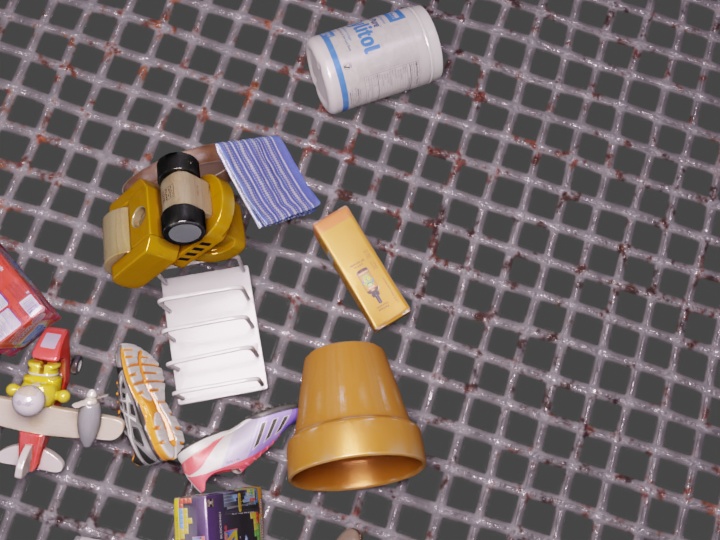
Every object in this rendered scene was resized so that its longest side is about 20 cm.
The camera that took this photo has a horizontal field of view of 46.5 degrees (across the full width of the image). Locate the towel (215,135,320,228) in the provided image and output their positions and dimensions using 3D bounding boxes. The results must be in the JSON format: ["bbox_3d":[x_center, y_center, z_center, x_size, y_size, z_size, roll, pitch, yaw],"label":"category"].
[{"bbox_3d":[-0.138,-0.144,1.302,0.024,0.200,0.145,-29,91,24],"label":"towel"}]

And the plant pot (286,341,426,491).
[{"bbox_3d":[-0.014,0.212,1.243,0.200,0.200,0.183,-5,63,-5],"label":"plant pot"}]

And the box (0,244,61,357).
[{"bbox_3d":[-0.568,0.024,1.282,0.100,0.095,0.200,-41,83,-12],"label":"box"}]

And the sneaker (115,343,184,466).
[{"bbox_3d":[-0.339,0.204,1.274,0.077,0.078,0.200,-31,68,22],"label":"sneaker"}]

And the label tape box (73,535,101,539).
[{"bbox_3d":[-0.328,0.446,1.178,0.200,0.144,0.063,10,97,-3],"label":"label tape box"}]

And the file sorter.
[{"bbox_3d":[-0.228,0.090,1.271,0.139,0.125,0.200,-10,79,-5],"label":"file sorter"}]

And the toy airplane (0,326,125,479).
[{"bbox_3d":[-0.477,0.206,1.226,0.200,0.141,0.199,-33,83,-11],"label":"toy airplane"}]

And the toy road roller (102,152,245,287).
[{"bbox_3d":[-0.255,-0.057,1.185,0.200,0.146,0.123,-31,55,28],"label":"toy road roller"}]

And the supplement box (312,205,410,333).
[{"bbox_3d":[0.000,0.000,1.344,0.067,0.069,0.200,-30,80,-9],"label":"supplement box"}]

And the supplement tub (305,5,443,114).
[{"bbox_3d":[0.021,-0.349,1.388,0.200,0.132,0.132,-21,80,-8],"label":"supplement tub"}]

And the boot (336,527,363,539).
[{"bbox_3d":[-0.081,0.464,1.199,0.146,0.070,0.200,23,81,-43],"label":"boot"}]

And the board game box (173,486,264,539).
[{"bbox_3d":[-0.194,0.415,1.186,0.057,0.165,0.200,-9,78,18],"label":"board game box"}]

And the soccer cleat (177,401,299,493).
[{"bbox_3d":[-0.171,0.262,1.260,0.200,0.068,0.073,-22,75,-24],"label":"soccer cleat"}]

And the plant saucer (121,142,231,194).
[{"bbox_3d":[-0.272,-0.146,1.312,0.200,0.200,0.035,-21,116,-8],"label":"plant saucer"}]
